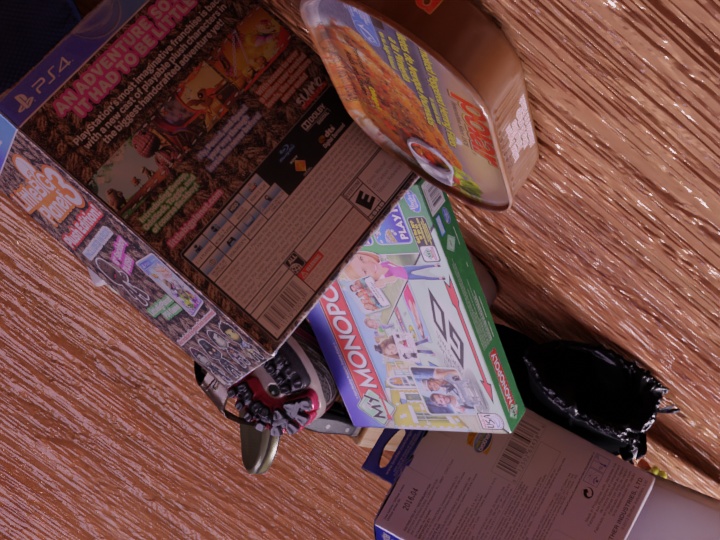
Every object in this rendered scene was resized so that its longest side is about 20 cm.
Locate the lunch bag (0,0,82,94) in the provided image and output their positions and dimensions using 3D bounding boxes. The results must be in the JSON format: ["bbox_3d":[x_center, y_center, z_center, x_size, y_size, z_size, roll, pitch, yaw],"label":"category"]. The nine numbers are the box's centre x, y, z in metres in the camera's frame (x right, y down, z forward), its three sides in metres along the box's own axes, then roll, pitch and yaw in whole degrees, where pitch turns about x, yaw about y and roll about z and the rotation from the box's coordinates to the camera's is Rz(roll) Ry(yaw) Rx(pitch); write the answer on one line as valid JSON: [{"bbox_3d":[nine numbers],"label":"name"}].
[{"bbox_3d":[-0.266,-0.172,0.969,0.201,0.135,0.132,61,174,13],"label":"lunch bag"}]

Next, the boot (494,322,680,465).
[{"bbox_3d":[0.140,0.084,1.080,0.197,0.074,0.163,27,171,9],"label":"boot"}]

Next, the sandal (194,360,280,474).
[{"bbox_3d":[-0.106,0.063,1.106,0.080,0.057,0.202,-165,62,-69],"label":"sandal"}]

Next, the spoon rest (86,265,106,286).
[{"bbox_3d":[-0.147,-0.058,1.110,0.099,0.200,0.061,-22,102,39],"label":"spoon rest"}]

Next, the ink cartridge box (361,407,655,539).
[{"bbox_3d":[0.099,0.170,1.046,0.199,0.137,0.076,28,161,10],"label":"ink cartridge box"}]

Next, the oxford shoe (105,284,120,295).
[{"bbox_3d":[-0.141,-0.022,1.275,0.058,0.199,0.076,26,123,48],"label":"oxford shoe"}]

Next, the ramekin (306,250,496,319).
[{"bbox_3d":[0.000,0.000,1.091,0.202,0.094,0.202,35,170,7],"label":"ramekin"}]

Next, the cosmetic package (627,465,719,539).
[{"bbox_3d":[0.215,0.267,1.166,0.199,0.200,0.123,20,180,19],"label":"cosmetic package"}]

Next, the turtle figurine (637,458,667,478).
[{"bbox_3d":[0.206,0.179,1.328,0.161,0.065,0.200,39,170,-21],"label":"turtle figurine"}]

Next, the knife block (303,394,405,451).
[{"bbox_3d":[0.021,0.113,1.171,0.199,0.064,0.176,28,-165,1],"label":"knife block"}]

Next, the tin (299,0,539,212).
[{"bbox_3d":[0.035,-0.092,0.708,0.112,0.042,0.200,36,171,20],"label":"tin"}]

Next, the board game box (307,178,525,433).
[{"bbox_3d":[0.022,0.023,0.956,0.134,0.029,0.201,-2,122,35],"label":"board game box"}]

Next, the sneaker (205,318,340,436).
[{"bbox_3d":[-0.093,0.030,1.028,0.200,0.081,0.075,54,-150,4],"label":"sneaker"}]

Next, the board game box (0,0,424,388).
[{"bbox_3d":[-0.091,-0.062,0.808,0.200,0.160,0.097,43,153,-6],"label":"board game box"}]
